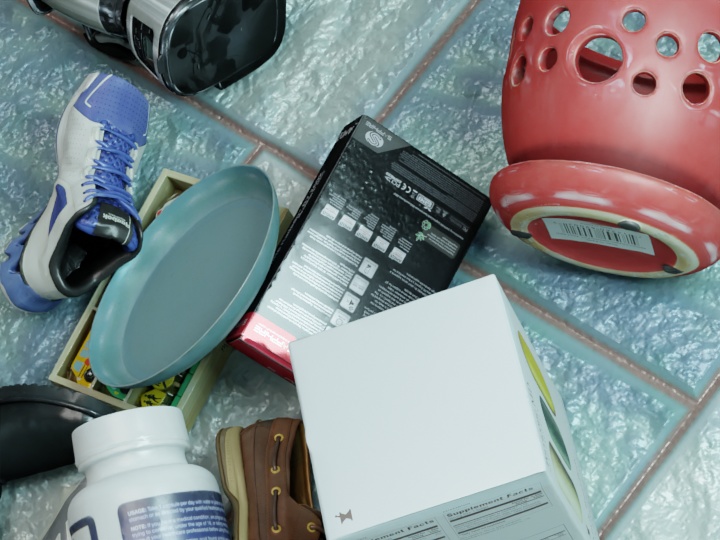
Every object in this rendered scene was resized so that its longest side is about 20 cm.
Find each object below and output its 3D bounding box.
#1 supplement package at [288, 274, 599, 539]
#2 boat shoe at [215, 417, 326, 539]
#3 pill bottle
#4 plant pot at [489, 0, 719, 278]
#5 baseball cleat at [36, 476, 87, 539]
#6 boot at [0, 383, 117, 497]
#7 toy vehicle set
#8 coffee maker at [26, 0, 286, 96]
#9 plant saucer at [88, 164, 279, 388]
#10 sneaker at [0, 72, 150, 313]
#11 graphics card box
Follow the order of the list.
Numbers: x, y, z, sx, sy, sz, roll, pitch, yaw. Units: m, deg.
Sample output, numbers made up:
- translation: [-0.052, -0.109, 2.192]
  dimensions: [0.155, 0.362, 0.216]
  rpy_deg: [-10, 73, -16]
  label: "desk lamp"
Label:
- translation: [0.063, 0.131, 1.465]
  dimensions: [0.150, 0.200, 0.152]
  rpy_deg: [-19, 58, 10]
  label: "supplement package"
- translation: [-0.052, 0.193, 1.550]
  dimensions: [0.067, 0.072, 0.201]
  rpy_deg: [-19, 58, 8]
  label: "boat shoe"
- translation: [-0.145, 0.203, 1.527]
  dimensions: [0.110, 0.111, 0.201]
  rpy_deg: [-17, 74, 11]
  label: "pill bottle"
- translation: [0.193, -0.100, 1.555]
  dimensions: [0.199, 0.200, 0.183]
  rpy_deg: [8, 75, 24]
  label: "plant pot"
- translation: [-0.203, 0.223, 1.603]
  dimensions: [0.106, 0.070, 0.200]
  rpy_deg: [39, 85, 18]
  label: "baseball cleat"
- translation: [-0.286, 0.171, 1.648]
  dimensions: [0.197, 0.073, 0.163]
  rpy_deg: [1, 60, 28]
  label: "boot"
- translation: [-0.147, 0.024, 1.705]
  dimensions: [0.124, 0.027, 0.201]
  rpy_deg: [17, 69, 27]
  label: "toy vehicle set"
- translation: [-0.156, -0.257, 1.800]
  dimensions: [0.200, 0.135, 0.192]
  rpy_deg: [33, 76, 31]
  label: "coffee maker"
- translation: [-0.128, 0.009, 1.628]
  dimensions: [0.200, 0.027, 0.201]
  rpy_deg: [-35, 32, 26]
  label: "plant saucer"
- translation: [-0.204, -0.056, 1.716]
  dimensions: [0.115, 0.080, 0.200]
  rpy_deg: [1, 65, 54]
  label: "sneaker"
- translation: [0.000, 0.000, 1.612]
  dimensions: [0.125, 0.051, 0.201]
  rpy_deg: [31, 73, -12]
  label: "graphics card box"
